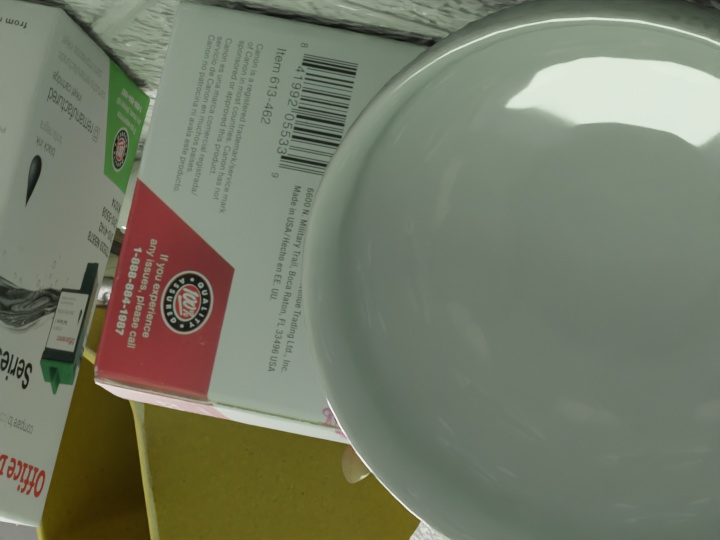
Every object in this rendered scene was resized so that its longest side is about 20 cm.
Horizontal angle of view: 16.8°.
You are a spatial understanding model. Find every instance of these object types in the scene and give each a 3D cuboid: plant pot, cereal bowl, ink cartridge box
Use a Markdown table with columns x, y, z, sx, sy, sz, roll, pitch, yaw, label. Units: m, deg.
| x | y | z | sx | sy | sz | roll | pitch | yaw | label |
| --- | --- | --- | --- | --- | --- | --- | --- | --- | --- |
| -0.070 | 0.092 | 1.400 | 0.200 | 0.195 | 0.195 | -17 | -154 | -26 | plant pot |
| 0.085 | 0.000 | 0.797 | 0.199 | 0.201 | 0.083 | 11 | -156 | 9 | cereal bowl |
| -0.165 | -0.001 | 1.008 | 0.084 | 0.201 | 0.146 | 11 | 172 | 12 | ink cartridge box |
| 0.018 | -0.005 | 0.908 | 0.199 | 0.146 | 0.083 | 12 | 172 | 8 | ink cartridge box |

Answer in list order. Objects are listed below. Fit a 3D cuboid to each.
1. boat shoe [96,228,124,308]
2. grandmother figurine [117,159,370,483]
| x | y | z | sx | sy | sz | roll | pitch | yaw | label |
| --- | --- | --- | --- | --- | --- | --- | --- | --- | --- |
| -0.132 | -0.022 | 1.261 | 0.074 | 0.074 | 0.200 | 2 | 172 | 27 | boat shoe |
| -0.045 | 0.015 | 1.225 | 0.200 | 0.121 | 0.061 | 42 | -158 | -17 | grandmother figurine |
